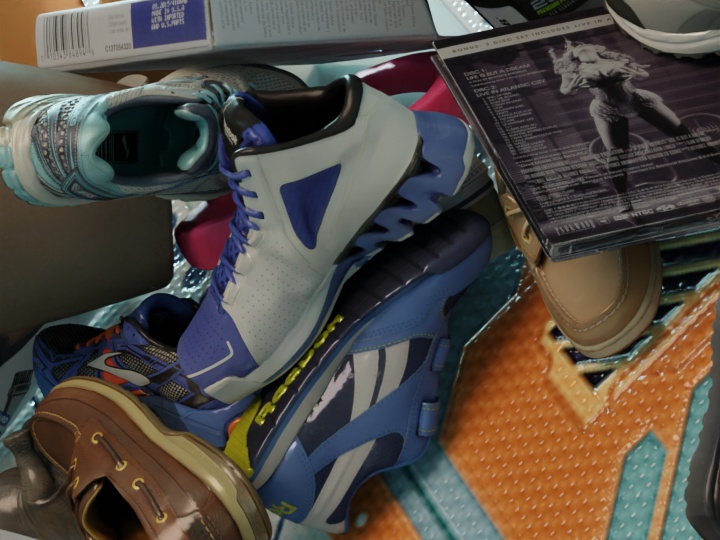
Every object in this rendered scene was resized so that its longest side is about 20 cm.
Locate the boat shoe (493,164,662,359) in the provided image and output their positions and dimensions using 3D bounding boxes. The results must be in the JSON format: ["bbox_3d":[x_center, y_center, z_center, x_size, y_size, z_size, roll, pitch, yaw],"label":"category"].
[{"bbox_3d":[0.105,-0.036,1.540,0.074,0.069,0.200,-37,38,18],"label":"boat shoe"}]

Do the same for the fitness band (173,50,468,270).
[{"bbox_3d":[-0.022,-0.066,1.669,0.200,0.037,0.144,-35,18,-20],"label":"fitness band"}]

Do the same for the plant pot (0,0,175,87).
[{"bbox_3d":[-0.163,-0.169,1.849,0.200,0.200,0.140,-35,56,21],"label":"plant pot"}]

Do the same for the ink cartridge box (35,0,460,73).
[{"bbox_3d":[-0.057,-0.143,1.684,0.196,0.200,0.043,-2,94,55],"label":"ink cartridge box"}]

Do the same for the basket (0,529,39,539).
[{"bbox_3d":[-0.217,0.237,1.544,0.200,0.135,0.123,-48,32,47],"label":"basket"}]

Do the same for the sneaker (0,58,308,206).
[{"bbox_3d":[-0.094,-0.070,1.565,0.086,0.200,0.078,0,103,50],"label":"sneaker"}]

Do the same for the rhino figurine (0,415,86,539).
[{"bbox_3d":[-0.181,0.130,1.694,0.200,0.088,0.060,-17,11,36],"label":"rhino figurine"}]

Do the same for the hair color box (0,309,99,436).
[{"bbox_3d":[-0.248,0.050,1.793,0.064,0.111,0.200,35,88,29],"label":"hair color box"}]

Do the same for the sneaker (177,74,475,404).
[{"bbox_3d":[-0.046,-0.035,1.529,0.199,0.115,0.081,-46,28,18],"label":"sneaker"}]

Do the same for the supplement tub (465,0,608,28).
[{"bbox_3d":[0.079,-0.216,1.609,0.122,0.200,0.123,-28,42,28],"label":"supplement tub"}]

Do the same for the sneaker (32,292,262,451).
[{"bbox_3d":[-0.119,0.048,1.679,0.200,0.079,0.075,7,25,42],"label":"sneaker"}]

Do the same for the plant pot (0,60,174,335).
[{"bbox_3d":[-0.197,-0.046,1.657,0.174,0.200,0.200,-3,45,-5],"label":"plant pot"}]

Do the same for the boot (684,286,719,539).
[{"bbox_3d":[0.254,0.049,1.314,0.200,0.066,0.165,-9,62,46],"label":"boot"}]

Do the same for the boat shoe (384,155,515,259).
[{"bbox_3d":[0.000,0.000,1.623,0.200,0.062,0.072,-28,4,37],"label":"boat shoe"}]

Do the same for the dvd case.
[{"bbox_3d":[0.137,-0.079,1.519,0.149,0.016,0.200,-13,39,-11],"label":"dvd case"}]

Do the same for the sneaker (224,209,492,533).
[{"bbox_3d":[0.012,0.055,1.552,0.200,0.082,0.074,-51,16,4],"label":"sneaker"}]

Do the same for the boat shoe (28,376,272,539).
[{"bbox_3d":[-0.129,0.113,1.552,0.068,0.072,0.200,-36,34,-22],"label":"boat shoe"}]

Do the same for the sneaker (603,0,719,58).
[{"bbox_3d":[0.205,-0.156,1.516,0.200,0.079,0.074,11,44,48],"label":"sneaker"}]
